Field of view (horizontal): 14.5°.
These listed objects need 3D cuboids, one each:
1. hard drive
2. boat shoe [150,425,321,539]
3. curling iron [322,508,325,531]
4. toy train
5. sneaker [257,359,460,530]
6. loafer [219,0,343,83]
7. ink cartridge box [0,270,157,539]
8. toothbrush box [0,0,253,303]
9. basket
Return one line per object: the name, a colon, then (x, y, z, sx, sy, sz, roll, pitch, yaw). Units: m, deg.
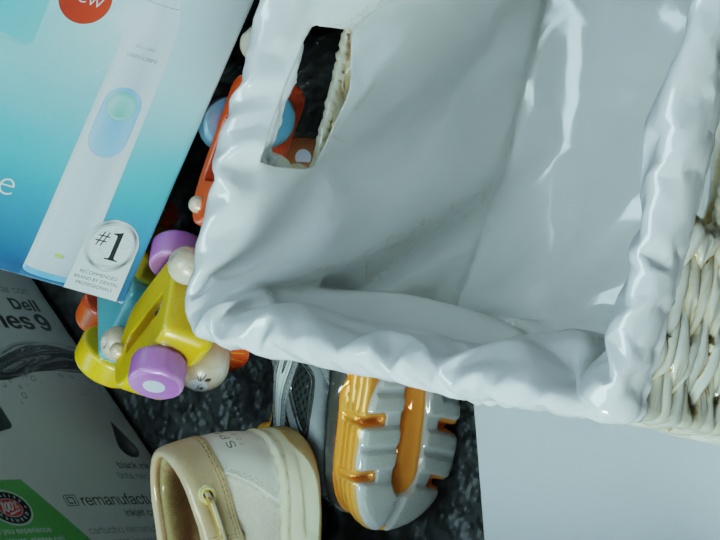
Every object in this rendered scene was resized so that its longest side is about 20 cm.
hard drive: (0.135, 0.089, 1.057, 0.200, 0.025, 0.132, -9, 82, 37)
boat shoe: (-0.056, 0.161, 1.108, 0.074, 0.069, 0.200, -19, 71, 61)
curling iron: (0.008, 0.141, 1.150, 0.200, 0.026, 0.050, 38, 113, 32)
toy train: (-0.061, -0.015, 1.164, 0.200, 0.056, 0.150, 171, 117, -72)
sneaker: (0.000, 0.000, 1.135, 0.077, 0.078, 0.200, 15, 97, 43)
loafer: (0.000, -0.146, 1.145, 0.200, 0.068, 0.070, -31, 75, 36)
ink cartridge box: (-0.179, 0.077, 1.221, 0.084, 0.146, 0.200, -50, 61, 25)
toothbrush box: (-0.129, -0.106, 1.119, 0.200, 0.146, 0.085, -65, 24, 19)
basket: (0.073, -0.044, 1.009, 0.200, 0.161, 0.198, 10, 85, 39)
